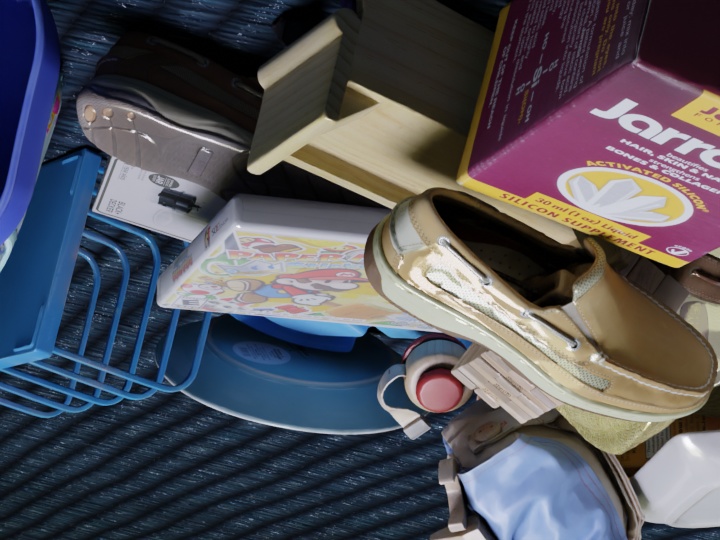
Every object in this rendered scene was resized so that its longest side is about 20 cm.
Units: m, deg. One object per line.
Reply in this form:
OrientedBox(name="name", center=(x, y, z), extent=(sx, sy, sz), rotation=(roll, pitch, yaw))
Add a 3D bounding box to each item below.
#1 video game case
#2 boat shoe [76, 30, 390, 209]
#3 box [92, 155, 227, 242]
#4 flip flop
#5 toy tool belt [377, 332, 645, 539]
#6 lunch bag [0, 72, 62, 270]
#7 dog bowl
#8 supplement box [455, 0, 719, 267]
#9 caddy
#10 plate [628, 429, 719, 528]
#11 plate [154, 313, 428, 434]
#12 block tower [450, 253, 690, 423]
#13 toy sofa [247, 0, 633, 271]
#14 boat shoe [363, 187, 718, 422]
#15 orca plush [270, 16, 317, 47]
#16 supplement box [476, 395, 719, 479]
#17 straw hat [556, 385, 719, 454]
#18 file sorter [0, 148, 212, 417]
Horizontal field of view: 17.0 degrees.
OrientedBox(name="video game case", center=(0.000, 0.000, 1.374), extent=(0.199, 0.023, 0.182), rotation=(6, 164, -17))
OrientedBox(name="boat shoe", center=(-0.059, -0.077, 1.356), extent=(0.199, 0.072, 0.076), rotation=(26, 147, -14))
OrientedBox(name="box", center=(-0.053, -0.048, 1.449), extent=(0.199, 0.060, 0.117), rotation=(18, 161, -6))
OrientedBox(name="flip flop", center=(0.180, 0.002, 1.345), extent=(0.081, 0.058, 0.201), rotation=(9, 135, 17))
OrientedBox(name="toy tool belt", center=(0.099, 0.140, 1.546), extent=(0.125, 0.123, 0.200), rotation=(-34, 115, 16))
OrientedBox(name="lunch bag", center=(-0.243, -0.041, 1.462), extent=(0.077, 0.161, 0.200), rotation=(19, 160, -10))
OrientedBox(name="dog bowl", center=(-0.001, 0.012, 1.596), extent=(0.199, 0.050, 0.111), rotation=(0, 156, 37))
OrientedBox(name="supplement box", center=(0.148, -0.087, 1.112), extent=(0.130, 0.104, 0.200), rotation=(21, 160, -14))
OrientedBox(name="caddy", center=(-0.239, -0.091, 1.280), extent=(0.141, 0.201, 0.105), rotation=(11, 178, 5))
OrientedBox(name="plate", center=(0.279, 0.134, 1.557), extent=(0.199, 0.032, 0.200), rotation=(-3, 163, -7))
OrientedBox(name="plate", center=(-0.043, 0.062, 1.677), extent=(0.199, 0.026, 0.200), rotation=(10, -161, -3))
OrientedBox(name="block tower", center=(0.117, 0.036, 1.361), extent=(0.054, 0.058, 0.200), rotation=(40, 161, -5))
OrientedBox(name="toy sofa", center=(0.049, -0.068, 1.238), extent=(0.199, 0.098, 0.083), rotation=(23, 152, -24))
OrientedBox(name="boat shoe", center=(0.103, 0.016, 1.201), extent=(0.199, 0.072, 0.076), rotation=(22, 143, -19))
OrientedBox(name="orca plush", center=(0.037, -0.069, 1.300), extent=(0.200, 0.071, 0.105), rotation=(29, 157, -34))
OrientedBox(name="supplement box", center=(0.178, 0.109, 1.644), extent=(0.199, 0.069, 0.066), rotation=(-10, 164, 30))
OrientedBox(name="straw hat", center=(0.162, 0.066, 1.486), extent=(0.201, 0.085, 0.201), rotation=(27, 154, 14))
OrientedBox(name="file sorter", center=(-0.198, 0.019, 1.637), extent=(0.122, 0.139, 0.200), rotation=(23, 160, -29))
